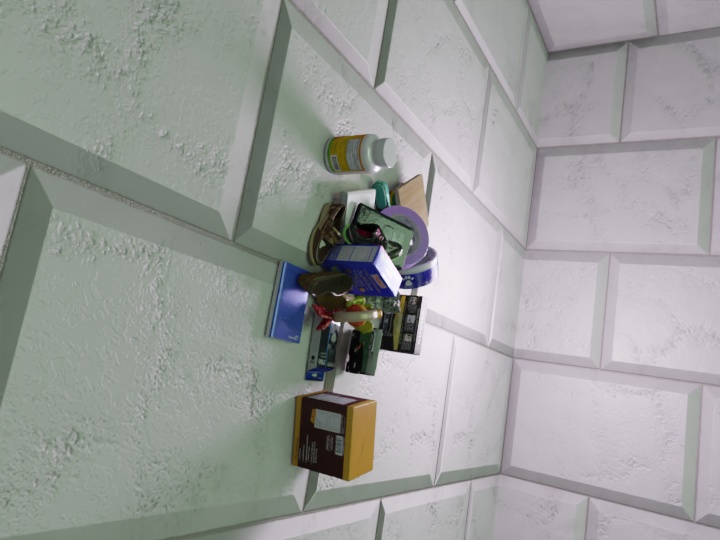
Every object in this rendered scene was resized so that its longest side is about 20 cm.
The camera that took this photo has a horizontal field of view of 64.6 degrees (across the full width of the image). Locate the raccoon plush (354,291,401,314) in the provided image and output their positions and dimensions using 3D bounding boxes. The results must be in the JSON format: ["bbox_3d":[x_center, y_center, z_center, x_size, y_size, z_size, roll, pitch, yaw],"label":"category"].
[{"bbox_3d":[0.046,0.120,1.843,0.199,0.132,0.099,-36,123,-52],"label":"raccoon plush"}]

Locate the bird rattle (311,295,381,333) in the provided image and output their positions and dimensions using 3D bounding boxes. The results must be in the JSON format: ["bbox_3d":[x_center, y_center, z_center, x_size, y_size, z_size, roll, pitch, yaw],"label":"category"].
[{"bbox_3d":[-0.031,0.120,1.620,0.198,0.162,0.115,8,81,-42],"label":"bird rattle"}]

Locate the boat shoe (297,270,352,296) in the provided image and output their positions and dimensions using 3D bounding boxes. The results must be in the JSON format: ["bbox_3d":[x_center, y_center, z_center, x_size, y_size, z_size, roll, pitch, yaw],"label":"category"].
[{"bbox_3d":[-0.096,0.029,1.611,0.199,0.067,0.073,6,110,-58],"label":"boat shoe"}]

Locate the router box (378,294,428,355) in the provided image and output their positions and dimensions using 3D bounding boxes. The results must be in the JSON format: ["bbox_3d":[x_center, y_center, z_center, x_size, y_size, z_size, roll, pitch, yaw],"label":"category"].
[{"bbox_3d":[0.145,0.186,1.993,0.052,0.155,0.204,26,72,-55],"label":"router box"}]

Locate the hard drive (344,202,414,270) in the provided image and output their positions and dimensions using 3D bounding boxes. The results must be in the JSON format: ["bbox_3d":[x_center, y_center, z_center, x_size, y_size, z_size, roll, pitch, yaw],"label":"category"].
[{"bbox_3d":[0.059,-0.103,1.757,0.197,0.033,0.142,24,76,-19],"label":"hard drive"}]

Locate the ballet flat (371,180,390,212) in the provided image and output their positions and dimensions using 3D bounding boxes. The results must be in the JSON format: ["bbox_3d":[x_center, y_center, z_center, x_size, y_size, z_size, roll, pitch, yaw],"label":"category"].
[{"bbox_3d":[0.079,-0.210,1.939,0.071,0.066,0.204,-53,139,-62],"label":"ballet flat"}]

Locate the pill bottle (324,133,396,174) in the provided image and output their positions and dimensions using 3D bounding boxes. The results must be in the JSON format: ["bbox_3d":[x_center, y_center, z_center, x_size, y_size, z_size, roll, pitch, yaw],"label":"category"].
[{"bbox_3d":[0.002,-0.340,1.669,0.110,0.197,0.113,-9,101,-57],"label":"pill bottle"}]

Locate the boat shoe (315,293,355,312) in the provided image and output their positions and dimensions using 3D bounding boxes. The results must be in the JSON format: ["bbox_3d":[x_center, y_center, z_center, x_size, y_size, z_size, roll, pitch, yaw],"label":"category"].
[{"bbox_3d":[-0.064,0.100,1.724,0.198,0.069,0.075,30,92,-33],"label":"boat shoe"}]

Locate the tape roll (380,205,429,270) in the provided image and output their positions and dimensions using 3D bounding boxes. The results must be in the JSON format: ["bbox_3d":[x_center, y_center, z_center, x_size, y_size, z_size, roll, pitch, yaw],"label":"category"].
[{"bbox_3d":[0.123,-0.105,1.855,0.196,0.066,0.204,7,71,-19],"label":"tape roll"}]

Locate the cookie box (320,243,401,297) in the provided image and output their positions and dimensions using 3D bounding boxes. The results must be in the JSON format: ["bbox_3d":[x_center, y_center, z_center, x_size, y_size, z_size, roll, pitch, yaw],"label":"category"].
[{"bbox_3d":[0.000,0.000,1.697,0.172,0.197,0.076,56,48,-45],"label":"cookie box"}]

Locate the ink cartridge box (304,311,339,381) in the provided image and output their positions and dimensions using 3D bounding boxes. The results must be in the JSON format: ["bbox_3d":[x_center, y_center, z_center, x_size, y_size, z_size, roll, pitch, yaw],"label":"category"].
[{"bbox_3d":[-0.110,0.229,1.692,0.099,0.039,0.204,19,78,-58],"label":"ink cartridge box"}]

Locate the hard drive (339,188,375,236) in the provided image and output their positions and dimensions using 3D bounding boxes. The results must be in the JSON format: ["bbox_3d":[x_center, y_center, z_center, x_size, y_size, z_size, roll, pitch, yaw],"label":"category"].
[{"bbox_3d":[-0.010,-0.186,1.793,0.199,0.026,0.135,-21,121,-62],"label":"hard drive"}]

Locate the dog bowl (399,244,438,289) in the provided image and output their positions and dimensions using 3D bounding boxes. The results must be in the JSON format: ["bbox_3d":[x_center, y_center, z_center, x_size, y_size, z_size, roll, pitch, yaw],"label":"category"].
[{"bbox_3d":[0.172,-0.015,1.978,0.200,0.197,0.080,-41,129,-49],"label":"dog bowl"}]

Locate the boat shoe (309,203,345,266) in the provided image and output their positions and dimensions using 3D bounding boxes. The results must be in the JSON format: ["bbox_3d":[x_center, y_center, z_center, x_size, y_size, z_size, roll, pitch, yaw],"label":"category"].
[{"bbox_3d":[-0.091,-0.107,1.659,0.072,0.071,0.203,49,52,-48],"label":"boat shoe"}]

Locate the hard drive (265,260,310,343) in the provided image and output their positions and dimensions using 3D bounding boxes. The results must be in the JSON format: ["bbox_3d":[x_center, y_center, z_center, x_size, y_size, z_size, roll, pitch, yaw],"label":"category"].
[{"bbox_3d":[-0.193,0.090,1.554,0.131,0.025,0.204,26,71,-57],"label":"hard drive"}]

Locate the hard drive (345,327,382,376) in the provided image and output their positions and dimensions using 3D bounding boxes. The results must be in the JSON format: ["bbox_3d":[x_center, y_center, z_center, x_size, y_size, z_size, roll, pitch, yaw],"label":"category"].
[{"bbox_3d":[0.009,0.251,1.760,0.037,0.200,0.142,13,78,-16],"label":"hard drive"}]

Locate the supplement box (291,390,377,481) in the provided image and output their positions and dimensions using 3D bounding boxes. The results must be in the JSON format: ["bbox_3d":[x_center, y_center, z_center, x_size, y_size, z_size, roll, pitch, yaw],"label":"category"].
[{"bbox_3d":[-0.074,0.462,1.618,0.132,0.197,0.202,6,88,-58],"label":"supplement box"}]

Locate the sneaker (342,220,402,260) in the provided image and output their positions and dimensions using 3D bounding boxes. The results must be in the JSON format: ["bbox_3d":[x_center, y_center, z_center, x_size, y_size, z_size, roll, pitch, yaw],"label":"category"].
[{"bbox_3d":[0.043,-0.088,1.679,0.197,0.084,0.078,20,54,-22],"label":"sneaker"}]

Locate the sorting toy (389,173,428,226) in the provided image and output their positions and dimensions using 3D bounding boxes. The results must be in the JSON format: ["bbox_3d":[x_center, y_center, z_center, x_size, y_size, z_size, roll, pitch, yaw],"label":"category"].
[{"bbox_3d":[0.168,-0.226,2.073,0.200,0.069,0.202,-38,124,-50],"label":"sorting toy"}]
